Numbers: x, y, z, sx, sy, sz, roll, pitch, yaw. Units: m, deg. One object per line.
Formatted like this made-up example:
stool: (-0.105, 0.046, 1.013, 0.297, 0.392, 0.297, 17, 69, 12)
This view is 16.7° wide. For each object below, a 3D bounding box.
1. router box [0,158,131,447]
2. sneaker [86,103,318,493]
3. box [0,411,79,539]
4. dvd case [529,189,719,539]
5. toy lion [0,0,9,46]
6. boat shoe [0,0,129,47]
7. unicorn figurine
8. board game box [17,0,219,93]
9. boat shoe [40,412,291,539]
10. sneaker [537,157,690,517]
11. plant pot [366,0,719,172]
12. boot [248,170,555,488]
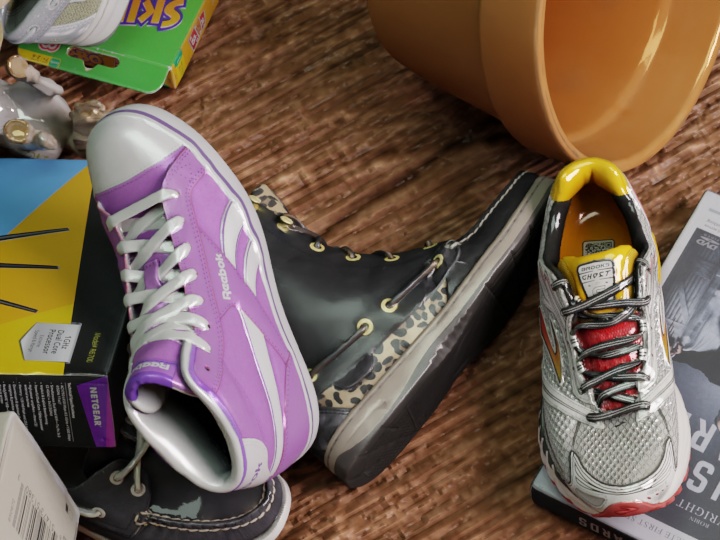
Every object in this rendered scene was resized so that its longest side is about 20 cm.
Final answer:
router box: (-0.185, 0.012, 1.286, 0.148, 0.051, 0.200, 1, 35, 5)
sneaker: (-0.090, 0.013, 1.202, 0.072, 0.114, 0.201, -29, 88, 24)
box: (-0.251, 0.136, 1.221, 0.199, 0.095, 0.078, -9, 49, 17)
dvd case: (0.200, 0.067, 1.269, 0.150, 0.025, 0.200, 24, 66, 20)
toy lion: (-0.276, -0.189, 1.293, 0.191, 0.069, 0.201, 9, 52, -13)
boat shoe: (-0.151, -0.219, 1.354, 0.074, 0.203, 0.065, 34, 26, 32)
unicorn figurine: (-0.229, -0.104, 1.378, 0.199, 0.137, 0.074, 33, 88, 1)
board game box: (-0.121, -0.190, 1.455, 0.095, 0.030, 0.201, 16, 61, 16)
boat shoe: (-0.134, 0.096, 1.273, 0.199, 0.060, 0.074, 16, 64, 16)
sneaker: (0.119, 0.033, 1.239, 0.077, 0.082, 0.201, -10, 57, 7)
plant pot: (0.096, -0.164, 1.329, 0.139, 0.200, 0.201, 16, 62, 34)
boot: (0.000, 0.000, 1.306, 0.150, 0.073, 0.200, 32, 76, 20)
